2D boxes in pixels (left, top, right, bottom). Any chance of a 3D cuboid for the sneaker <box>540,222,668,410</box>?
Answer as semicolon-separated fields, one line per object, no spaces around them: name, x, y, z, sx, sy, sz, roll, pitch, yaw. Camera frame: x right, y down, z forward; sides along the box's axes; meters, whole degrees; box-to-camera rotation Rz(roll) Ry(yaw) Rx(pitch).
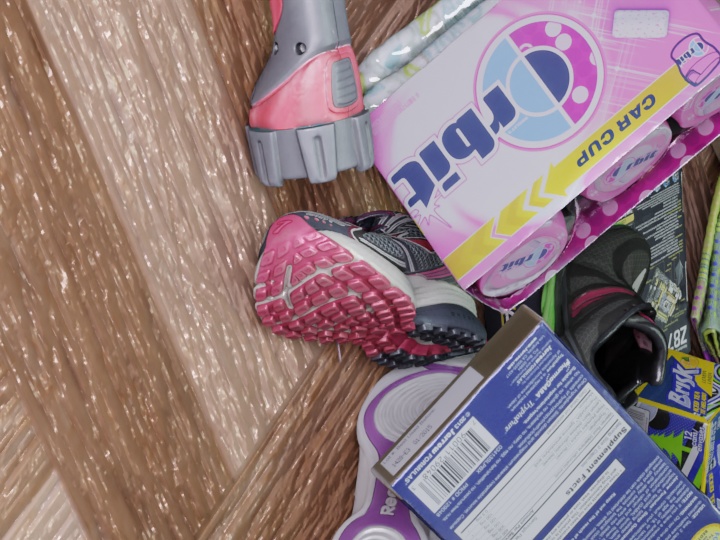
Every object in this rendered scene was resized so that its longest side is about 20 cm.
sneaker;0.142;0.042;1.689;0.200;0.083;0.077;-63;144;-52

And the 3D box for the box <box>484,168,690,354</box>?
box;0.143;-0.001;1.821;0.200;0.049;0.162;-26;113;-55

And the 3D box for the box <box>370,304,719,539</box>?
box;0.109;0.126;1.589;0.121;0.032;0.200;-47;120;-4

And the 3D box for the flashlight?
flashlight;-0.038;-0.147;1.500;0.068;0.067;0.201;-114;-166;-78

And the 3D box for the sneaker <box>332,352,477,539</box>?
sneaker;0.027;0.133;1.641;0.100;0.074;0.201;81;28;-55

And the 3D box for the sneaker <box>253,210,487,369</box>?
sneaker;0.000;0.000;1.569;0.200;0.080;0.075;26;52;-63

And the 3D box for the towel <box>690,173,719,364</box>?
towel;0.261;0.016;2.002;0.200;0.023;0.144;60;40;-60

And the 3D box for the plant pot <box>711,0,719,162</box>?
plant pot;0.336;-0.136;2.009;0.177;0.199;0.200;-55;138;-23

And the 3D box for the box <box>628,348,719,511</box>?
box;0.201;0.155;1.872;0.070;0.064;0.201;-42;142;-48

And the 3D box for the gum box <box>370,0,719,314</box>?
gum box;0.110;-0.088;1.531;0.114;0.200;0.066;55;13;24

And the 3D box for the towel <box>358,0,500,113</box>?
towel;0.097;-0.110;1.636;0.171;0.200;0.048;43;12;-49
